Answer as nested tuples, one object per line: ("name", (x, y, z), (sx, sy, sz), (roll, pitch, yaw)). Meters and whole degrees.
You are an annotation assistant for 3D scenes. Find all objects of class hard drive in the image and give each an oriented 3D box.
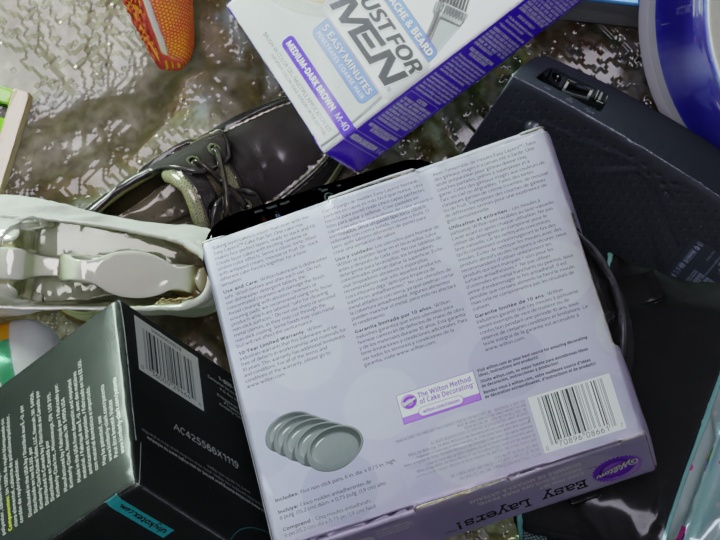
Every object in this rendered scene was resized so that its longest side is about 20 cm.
("hard drive", (0.153, -0.033, 1.645), (0.200, 0.135, 0.042), (32, 54, -1))

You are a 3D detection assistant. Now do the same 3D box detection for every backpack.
("backpack", (0.157, 0.107, 1.588), (0.153, 0.200, 0.176), (17, 67, 3))

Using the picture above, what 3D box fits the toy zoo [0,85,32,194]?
("toy zoo", (-0.303, -0.067, 1.710), (0.199, 0.020, 0.132), (17, 84, 3))

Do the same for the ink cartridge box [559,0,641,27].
("ink cartridge box", (0.136, -0.246, 1.699), (0.116, 0.068, 0.201), (7, 84, 3))

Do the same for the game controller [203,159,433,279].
("game controller", (0.000, 0.000, 1.633), (0.200, 0.042, 0.105), (-19, 82, -45))

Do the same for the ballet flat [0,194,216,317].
("ballet flat", (-0.166, -0.005, 1.616), (0.199, 0.069, 0.070), (3, 83, 0))

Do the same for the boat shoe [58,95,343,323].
("boat shoe", (-0.091, -0.036, 1.680), (0.200, 0.065, 0.073), (-35, 84, -3))

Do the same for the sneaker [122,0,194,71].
("sneaker", (-0.111, -0.215, 1.701), (0.077, 0.073, 0.201), (-7, 86, -10))

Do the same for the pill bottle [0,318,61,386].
("pill bottle", (-0.214, 0.091, 1.643), (0.199, 0.113, 0.113), (-13, 83, -1))

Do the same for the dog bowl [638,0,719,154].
("dog bowl", (0.259, -0.137, 1.644), (0.199, 0.079, 0.201), (1, 88, -22))

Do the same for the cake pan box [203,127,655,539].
("cake pan box", (0.035, 0.040, 1.484), (0.199, 0.052, 0.185), (-19, 62, 4))

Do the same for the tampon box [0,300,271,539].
("tampon box", (-0.141, 0.143, 1.539), (0.200, 0.150, 0.127), (-34, 41, 24))

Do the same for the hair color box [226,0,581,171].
("hair color box", (0.039, -0.159, 1.637), (0.200, 0.065, 0.109), (-37, 71, 9))
